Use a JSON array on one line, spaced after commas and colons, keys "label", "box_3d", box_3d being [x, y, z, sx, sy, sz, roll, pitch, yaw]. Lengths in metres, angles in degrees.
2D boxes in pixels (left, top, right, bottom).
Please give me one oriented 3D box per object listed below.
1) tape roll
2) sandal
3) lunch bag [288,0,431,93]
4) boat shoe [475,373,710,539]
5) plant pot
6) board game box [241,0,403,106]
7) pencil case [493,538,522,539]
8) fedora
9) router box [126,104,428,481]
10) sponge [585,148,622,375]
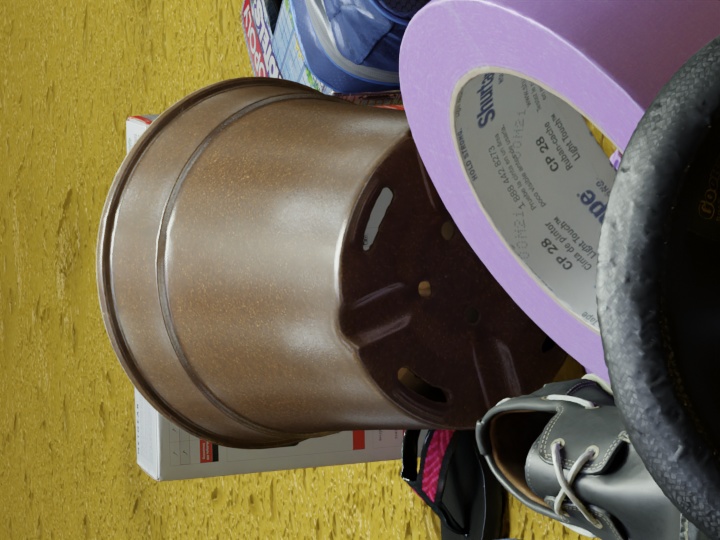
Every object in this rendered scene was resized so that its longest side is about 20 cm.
[{"label": "tape roll", "box_3d": [0.106, -0.041, 1.056, 0.200, 0.066, 0.200, 42, 156, 24]}, {"label": "sandal", "box_3d": [0.046, 0.079, 1.461, 0.075, 0.045, 0.201, -158, 66, -69]}, {"label": "lunch bag", "box_3d": [0.034, -0.177, 1.297, 0.132, 0.135, 0.201, 145, 118, -70]}, {"label": "boat shoe", "box_3d": [0.106, 0.093, 1.134, 0.200, 0.067, 0.072, -143, 53, -71]}, {"label": "plant pot", "box_3d": [0.000, 0.000, 1.346, 0.198, 0.200, 0.201, 4, 98, 56]}, {"label": "board game box", "box_3d": [-0.032, -0.119, 1.643, 0.200, 0.061, 0.201, 108, 152, -49]}, {"label": "pencil case", "box_3d": [0.097, 0.175, 1.262, 0.200, 0.078, 0.087, 171, 119, -73]}, {"label": "fedora", "box_3d": [0.177, 0.009, 0.913, 0.092, 0.200, 0.202, 17, -114, -73]}, {"label": "router box", "box_3d": [-0.037, 0.011, 1.492, 0.049, 0.179, 0.201, -160, 68, -70]}, {"label": "sponge", "box_3d": [0.141, 0.052, 1.179, 0.112, 0.030, 0.201, 104, 156, -46]}]
